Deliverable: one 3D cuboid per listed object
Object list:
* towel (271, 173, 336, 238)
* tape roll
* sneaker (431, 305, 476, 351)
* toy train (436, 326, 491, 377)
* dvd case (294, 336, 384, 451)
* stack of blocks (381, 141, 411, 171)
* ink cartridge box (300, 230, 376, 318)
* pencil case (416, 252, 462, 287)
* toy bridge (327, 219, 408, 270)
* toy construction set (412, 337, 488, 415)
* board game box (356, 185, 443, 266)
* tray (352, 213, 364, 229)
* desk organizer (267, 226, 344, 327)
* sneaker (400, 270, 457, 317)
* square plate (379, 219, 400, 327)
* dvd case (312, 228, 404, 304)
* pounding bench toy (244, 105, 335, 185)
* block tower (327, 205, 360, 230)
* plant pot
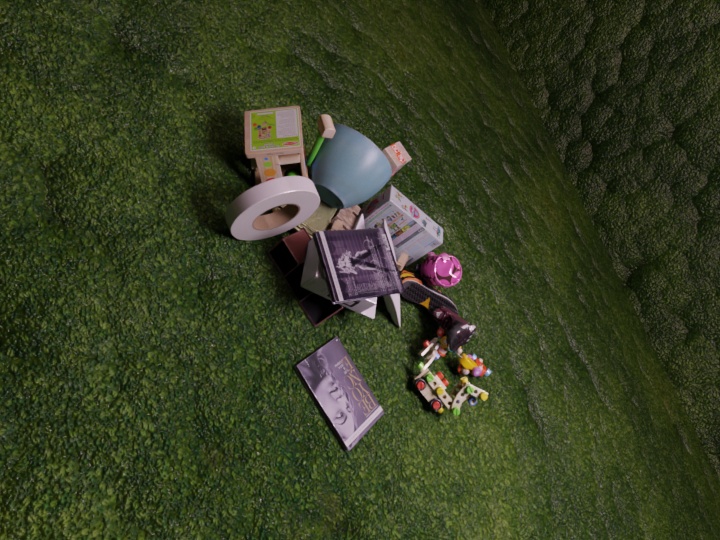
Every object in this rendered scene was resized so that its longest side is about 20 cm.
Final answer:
[{"bbox_3d":[-0.129,-0.160,1.350,0.147,0.037,0.201,34,41,-12],"label":"towel"},{"bbox_3d":[-0.180,-0.126,1.152,0.201,0.202,0.037,-7,67,-49],"label":"tape roll"},{"bbox_3d":[0.220,0.140,1.413,0.115,0.076,0.200,39,8,19],"label":"sneaker"},{"bbox_3d":[0.268,0.232,1.507,0.200,0.056,0.150,45,11,1],"label":"toy train"},{"bbox_3d":[-0.040,0.256,1.179,0.202,0.016,0.148,58,37,2],"label":"dvd case"},{"bbox_3d":[0.041,-0.258,1.486,0.059,0.199,0.115,52,39,-2],"label":"stack of blocks"},{"bbox_3d":[-0.023,0.012,1.208,0.198,0.068,0.118,26,55,-28],"label":"ink cartridge box"},{"bbox_3d":[0.214,-0.004,1.508,0.089,0.200,0.095,1,90,-7],"label":"pencil case"},{"bbox_3d":[0.010,-0.050,1.291,0.198,0.027,0.068,27,59,10],"label":"toy bridge"},{"bbox_3d":[0.202,0.265,1.349,0.201,0.131,0.092,52,0,9],"label":"toy construction set"},{"bbox_3d":[0.103,-0.114,1.494,0.199,0.147,0.065,35,43,-25],"label":"board game box"},{"bbox_3d":[-0.021,-0.041,1.375,0.201,0.022,0.109,-70,160,-46],"label":"tray"},{"bbox_3d":[-0.113,0.015,1.229,0.077,0.071,0.202,-32,88,-50],"label":"desk organizer"},{"bbox_3d":[0.186,0.064,1.513,0.199,0.070,0.091,32,25,-22],"label":"sneaker"},{"bbox_3d":[0.071,0.010,1.395,0.201,0.028,0.201,69,17,-53],"label":"square plate"},{"bbox_3d":[-0.001,-0.014,1.171,0.198,0.016,0.151,-6,74,-42],"label":"dvd case"},{"bbox_3d":[-0.152,-0.269,1.266,0.196,0.157,0.126,-7,60,-3],"label":"pounding bench toy"},{"bbox_3d":[-0.057,-0.101,1.386,0.058,0.054,0.201,41,41,-17],"label":"block tower"},{"bbox_3d":[-0.043,-0.229,1.331,0.199,0.199,0.136,40,73,-20],"label":"plant pot"}]
